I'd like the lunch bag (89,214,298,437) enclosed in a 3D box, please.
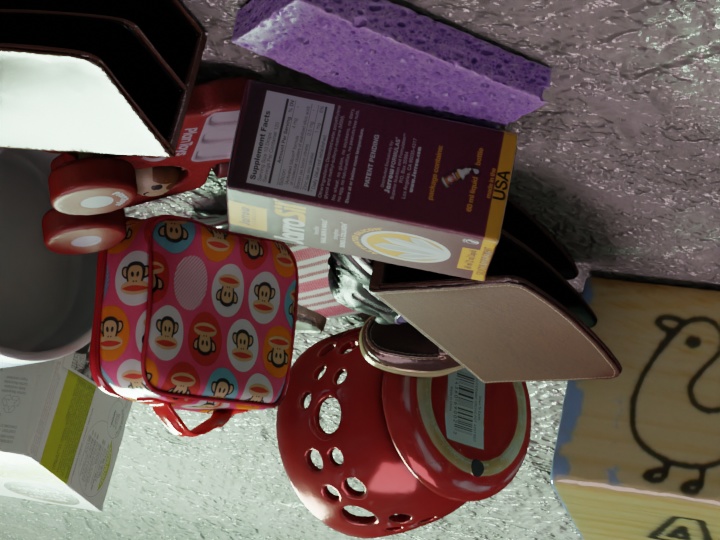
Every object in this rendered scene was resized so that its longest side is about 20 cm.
[{"bbox_3d":[-0.136,0.051,1.789,0.082,0.178,0.199,-4,168,36],"label":"lunch bag"}]

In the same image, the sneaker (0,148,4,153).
[{"bbox_3d":[-0.335,-0.096,1.638,0.071,0.200,0.073,23,148,30],"label":"sneaker"}]

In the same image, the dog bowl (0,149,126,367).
[{"bbox_3d":[-0.294,-0.021,1.778,0.199,0.201,0.079,27,156,-34],"label":"dog bowl"}]

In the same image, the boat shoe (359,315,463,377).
[{"bbox_3d":[0.098,0.048,1.887,0.198,0.073,0.072,0,154,0],"label":"boat shoe"}]

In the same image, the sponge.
[{"bbox_3d":[0.021,-0.148,1.486,0.199,0.030,0.111,20,160,-22],"label":"sponge"}]

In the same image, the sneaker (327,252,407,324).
[{"bbox_3d":[0.000,0.000,1.798,0.087,0.076,0.200,-20,146,25],"label":"sneaker"}]

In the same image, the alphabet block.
[{"bbox_3d":[0.288,0.135,1.844,0.199,0.197,0.196,6,161,18],"label":"alphabet block"}]

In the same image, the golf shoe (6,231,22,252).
[{"bbox_3d":[-0.366,-0.067,1.851,0.200,0.073,0.092,36,143,-14],"label":"golf shoe"}]

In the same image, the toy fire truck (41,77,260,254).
[{"bbox_3d":[-0.166,-0.092,1.663,0.167,0.113,0.200,-5,161,-14],"label":"toy fire truck"}]

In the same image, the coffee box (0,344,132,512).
[{"bbox_3d":[-0.358,0.114,2.186,0.198,0.201,0.198,7,160,19],"label":"coffee box"}]

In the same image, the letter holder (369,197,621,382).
[{"bbox_3d":[0.122,0.007,1.719,0.141,0.101,0.200,-2,156,32],"label":"letter holder"}]

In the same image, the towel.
[{"bbox_3d":[-0.044,-0.012,1.904,0.199,0.030,0.146,28,153,-37],"label":"towel"}]

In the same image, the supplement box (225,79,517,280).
[{"bbox_3d":[0.006,-0.063,1.556,0.199,0.086,0.110,11,164,1],"label":"supplement box"}]

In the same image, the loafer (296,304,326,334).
[{"bbox_3d":[-0.129,0.047,2.061,0.199,0.063,0.072,9,159,13],"label":"loafer"}]

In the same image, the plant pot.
[{"bbox_3d":[0.051,0.141,2.011,0.200,0.202,0.182,27,150,-34],"label":"plant pot"}]

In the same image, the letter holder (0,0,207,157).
[{"bbox_3d":[-0.234,-0.160,1.513,0.199,0.101,0.142,4,157,24],"label":"letter holder"}]
